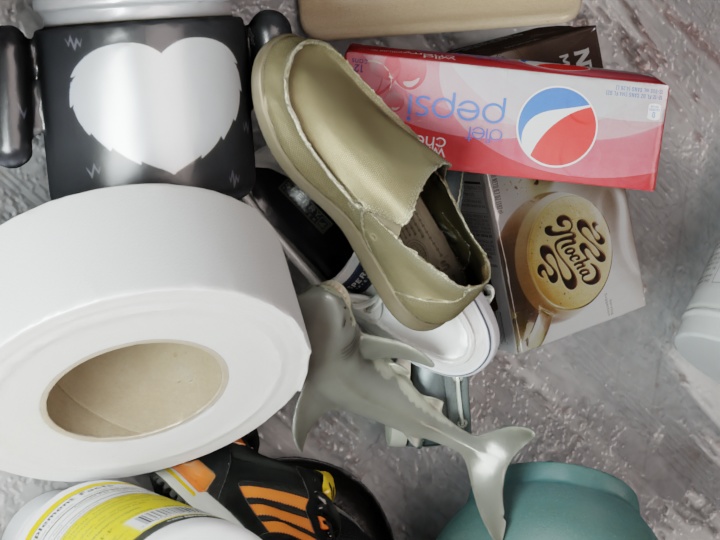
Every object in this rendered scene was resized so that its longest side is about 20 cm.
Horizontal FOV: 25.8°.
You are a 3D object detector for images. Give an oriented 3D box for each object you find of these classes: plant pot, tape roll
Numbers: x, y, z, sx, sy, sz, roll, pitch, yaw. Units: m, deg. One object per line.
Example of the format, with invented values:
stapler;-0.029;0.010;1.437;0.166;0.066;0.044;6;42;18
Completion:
plant pot;0.127;0.213;1.067;0.200;0.200;0.135;28;53;-30
tape roll;-0.130;0.040;0.876;0.201;0.203;0.071;4;52;-31

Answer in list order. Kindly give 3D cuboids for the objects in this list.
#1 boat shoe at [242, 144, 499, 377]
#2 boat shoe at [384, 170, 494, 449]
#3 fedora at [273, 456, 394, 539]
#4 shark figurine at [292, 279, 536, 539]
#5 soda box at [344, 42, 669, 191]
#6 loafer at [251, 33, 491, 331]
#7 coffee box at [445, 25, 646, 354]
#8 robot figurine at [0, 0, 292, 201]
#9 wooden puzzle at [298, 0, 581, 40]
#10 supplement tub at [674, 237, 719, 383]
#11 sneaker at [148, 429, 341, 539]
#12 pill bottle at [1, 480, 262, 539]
boat shoe;0.000;0.000;0.983;0.200;0.065;0.074;38;107;3
boat shoe;0.056;0.022;1.051;0.061;0.073;0.201;6;99;-5
fedora;-0.044;0.218;1.003;0.200;0.091;0.202;-3;95;-31
shark figurine;0.003;0.087;0.987;0.214;0.128;0.090;42;71;-30
soda box;0.086;-0.096;0.979;0.199;0.063;0.070;5;103;0
loafer;0.013;-0.056;0.912;0.200;0.067;0.076;53;48;-18
coffee box;0.114;-0.058;1.081;0.113;0.080;0.201;-17;103;-25
robot figurine;-0.124;-0.099;0.908;0.150;0.124;0.201;-16;104;-55
wooden puzzle;0.046;-0.254;1.002;0.184;0.037;0.201;-4;104;1
supplement tub;0.336;-0.006;1.191;0.132;0.132;0.201;34;77;-29
sneaker;-0.037;0.155;0.928;0.090;0.200;0.070;-36;138;-26
pill bottle;-0.131;0.179;0.884;0.111;0.200;0.112;-2;94;-32
